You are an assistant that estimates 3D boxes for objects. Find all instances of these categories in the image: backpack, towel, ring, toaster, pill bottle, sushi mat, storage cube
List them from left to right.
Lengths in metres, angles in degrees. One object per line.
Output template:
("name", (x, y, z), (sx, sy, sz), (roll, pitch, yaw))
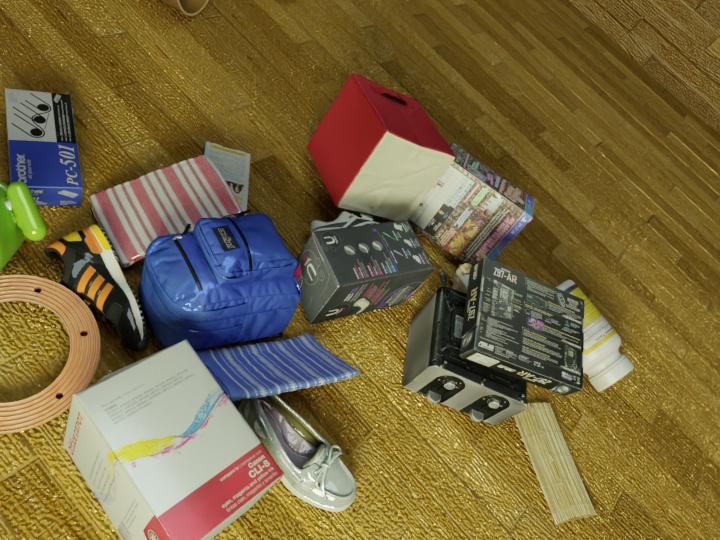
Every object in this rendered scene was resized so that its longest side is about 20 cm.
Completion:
("ring", (-0.421, 0.098, 0.748), (0.200, 0.019, 0.201), (9, 59, -16))
("towel", (-0.294, -0.092, 0.945), (0.199, 0.030, 0.147), (-25, 60, -20))
("backpack", (-0.203, 0.007, 0.868), (0.199, 0.168, 0.163), (-12, 50, -35))
("towel", (-0.121, 0.129, 0.862), (0.199, 0.024, 0.145), (-5, 19, -34))
("storage cube", (0.033, -0.218, 1.148), (0.170, 0.200, 0.180), (11, 39, -37))
("toaster", (0.174, 0.134, 1.025), (0.180, 0.119, 0.201), (24, 47, -13))
("sushi mat", (0.321, 0.318, 1.043), (0.095, 0.012, 0.201), (3, 54, -27))
("pill bottle", (0.423, 0.127, 1.187), (0.111, 0.111, 0.200), (-21, 69, -40))

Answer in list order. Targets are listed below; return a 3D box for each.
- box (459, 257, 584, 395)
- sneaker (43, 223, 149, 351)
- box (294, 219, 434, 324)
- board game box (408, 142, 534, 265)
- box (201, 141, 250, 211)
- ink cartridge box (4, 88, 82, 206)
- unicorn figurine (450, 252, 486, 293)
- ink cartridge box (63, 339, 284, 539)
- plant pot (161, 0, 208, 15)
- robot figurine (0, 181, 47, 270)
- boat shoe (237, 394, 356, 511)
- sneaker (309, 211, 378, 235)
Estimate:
("box", (0.259, 0.089, 0.975), (0.199, 0.044, 0.161), (21, 60, -16))
("sneaker", (-0.356, 0.034, 0.833), (0.090, 0.070, 0.200), (-24, 70, -23))
("box", (0.000, 0.000, 1.025), (0.199, 0.122, 0.106), (-10, 62, -36))
("board game box", (0.209, -0.120, 1.210), (0.200, 0.160, 0.097), (35, 33, -3))
("box", (-0.233, -0.122, 1.032), (0.082, 0.049, 0.201), (13, 50, -21))
("ink cartridge box", (-0.481, -0.187, 0.939), (0.094, 0.044, 0.201), (-3, 57, -31))
("unicorn figurine", (0.217, 0.031, 1.112), (0.074, 0.138, 0.200), (-25, 58, -18))
("ink cartridge box", (-0.219, 0.213, 0.707), (0.144, 0.145, 0.200), (-28, 73, -42))
("plant pot", (-0.418, -0.652, 1.270), (0.199, 0.187, 0.187), (22, 45, 5))
("robot figurine", (-0.479, -0.047, 0.751), (0.116, 0.175, 0.200), (60, 3, -27))
("boat shoe", (-0.082, 0.237, 0.828), (0.202, 0.065, 0.074), (45, 46, 8))
("sneaker", (-0.001, -0.074, 1.117), (0.199, 0.074, 0.089), (-8, 61, -35))
